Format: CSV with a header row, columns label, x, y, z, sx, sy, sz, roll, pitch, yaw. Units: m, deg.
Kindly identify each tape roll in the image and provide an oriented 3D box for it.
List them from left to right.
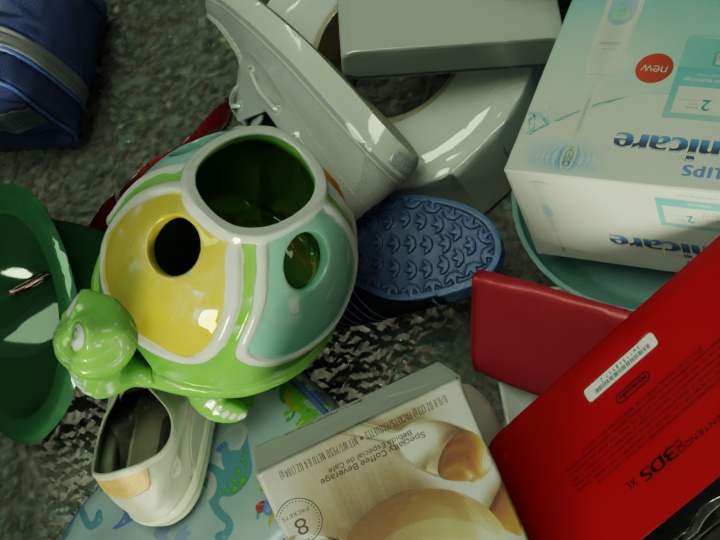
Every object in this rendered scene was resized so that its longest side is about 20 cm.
label,x,y,z,sx,sy,sz,roll,pitch,yaw
tape roll,0.028,-0.128,0.953,0.201,0.071,0.203,-7,67,18

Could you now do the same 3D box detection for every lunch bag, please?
label,x,y,z,sx,sy,sz,roll,pitch,yaw
lunch bag,-0.296,-0.157,1.050,0.199,0.136,0.133,2,71,22
lunch bag,-0.079,0.156,0.858,0.200,0.082,0.161,-48,41,-2

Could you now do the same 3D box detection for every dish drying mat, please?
label,x,y,z,sx,sy,sz,roll,pitch,yaw
dish drying mat,0.154,0.055,0.809,0.199,0.077,0.018,16,36,25

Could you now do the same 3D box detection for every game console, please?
label,x,y,z,sx,sy,sz,roll,pitch,yaw
game console,0.195,0.109,0.758,0.200,0.118,0.173,-45,51,21

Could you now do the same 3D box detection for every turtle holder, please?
label,x,y,z,sx,sy,sz,roll,pitch,yaw
turtle holder,-0.088,-0.007,0.793,0.185,0.132,0.141,-8,59,-23

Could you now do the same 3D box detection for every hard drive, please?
label,x,y,z,sx,sy,sz,roll,pitch,yaw
hard drive,0.048,-0.206,0.907,0.131,0.026,0.201,-4,56,0

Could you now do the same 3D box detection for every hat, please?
label,x,y,z,sx,sy,sz,roll,pitch,yaw
hat,-0.163,0.012,1.003,0.166,0.175,0.200,56,133,26

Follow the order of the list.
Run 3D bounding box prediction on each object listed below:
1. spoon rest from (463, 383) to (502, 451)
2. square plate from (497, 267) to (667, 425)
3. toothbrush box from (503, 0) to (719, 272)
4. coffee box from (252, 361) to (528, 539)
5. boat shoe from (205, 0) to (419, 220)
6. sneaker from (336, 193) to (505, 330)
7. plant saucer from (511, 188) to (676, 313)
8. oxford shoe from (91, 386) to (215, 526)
label,x,y,z,sx,sy,sz,roll,pitch,yaw
spoon rest,0.042,0.164,0.829,0.060,0.099,0.201,6,83,21
square plate,0.183,0.090,0.834,0.199,0.028,0.199,-14,66,16
toothbrush box,0.186,-0.102,0.824,0.146,0.085,0.201,9,61,29
coffee box,0.036,0.164,0.748,0.114,0.080,0.201,-25,94,-5
boat shoe,-0.045,-0.106,0.899,0.069,0.072,0.200,-46,65,7
sneaker,0.000,0.000,0.909,0.199,0.078,0.071,-4,73,21
plant saucer,0.190,-0.049,0.861,0.199,0.036,0.201,-11,52,15
oxford shoe,-0.117,0.049,0.859,0.075,0.058,0.201,-14,56,31
